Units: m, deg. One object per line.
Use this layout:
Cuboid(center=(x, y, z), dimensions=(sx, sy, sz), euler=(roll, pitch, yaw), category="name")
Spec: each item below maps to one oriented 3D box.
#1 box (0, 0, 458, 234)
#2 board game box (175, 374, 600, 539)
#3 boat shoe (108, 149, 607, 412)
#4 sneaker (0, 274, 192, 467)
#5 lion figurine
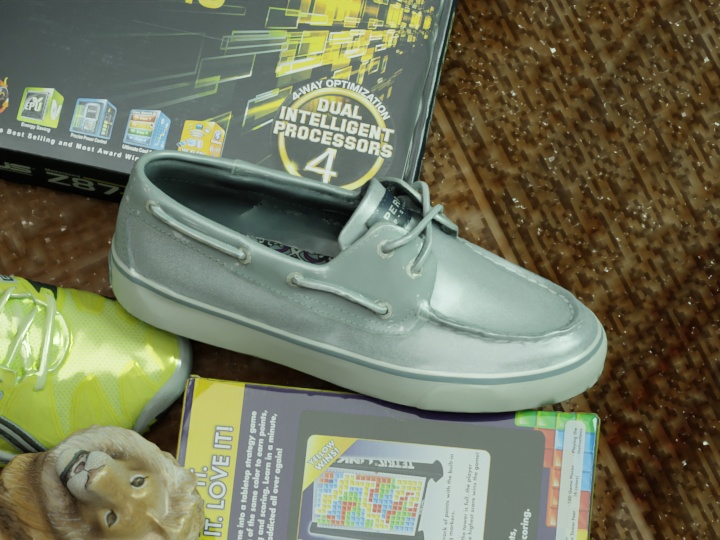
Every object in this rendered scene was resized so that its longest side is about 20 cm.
Cuboid(center=(-0.062, -0.103, 1.241), dimensions=(0.199, 0.049, 0.162), euler=(13, 72, 4), category="box")
Cuboid(center=(0.003, 0.150, 1.159), dimensions=(0.164, 0.057, 0.201), euler=(5, 73, 5), category="board game box")
Cuboid(center=(0.000, -0.001, 1.163), dimensions=(0.200, 0.072, 0.070), euler=(13, 38, 6), category="boat shoe")
Cuboid(center=(-0.166, 0.031, 1.188), dimensions=(0.199, 0.076, 0.076), euler=(3, 71, 1), category="sneaker")
Cuboid(center=(-0.145, 0.141, 1.143), dimensions=(0.122, 0.072, 0.201), euler=(28, 97, 19), category="lion figurine")
